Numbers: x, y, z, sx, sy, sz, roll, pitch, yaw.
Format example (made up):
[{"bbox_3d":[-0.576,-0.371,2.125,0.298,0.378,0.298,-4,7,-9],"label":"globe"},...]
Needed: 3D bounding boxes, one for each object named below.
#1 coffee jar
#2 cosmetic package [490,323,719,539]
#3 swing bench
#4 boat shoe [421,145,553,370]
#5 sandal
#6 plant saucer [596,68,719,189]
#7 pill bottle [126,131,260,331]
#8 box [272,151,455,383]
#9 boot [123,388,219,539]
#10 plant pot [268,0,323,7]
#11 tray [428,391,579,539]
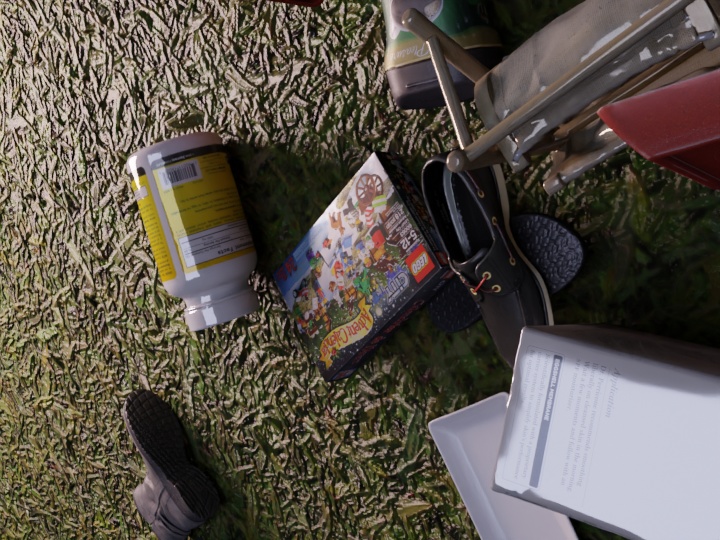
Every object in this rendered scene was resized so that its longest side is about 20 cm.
[{"bbox_3d":[0.061,-0.245,0.722,0.102,0.085,0.205,-5,99,33],"label":"coffee jar"},{"bbox_3d":[0.231,0.118,0.616,0.196,0.198,0.126,14,95,32],"label":"cosmetic package"},{"bbox_3d":[0.172,-0.156,0.586,0.198,0.197,0.133,-33,63,37],"label":"swing bench"},{"bbox_3d":[0.106,-0.006,0.718,0.073,0.062,0.206,-20,88,51],"label":"boat shoe"},{"bbox_3d":[0.133,0.001,0.773,0.199,0.044,0.077,-33,77,52],"label":"sandal"},{"bbox_3d":[0.279,-0.096,0.532,0.197,0.198,0.038,-12,80,37],"label":"plant saucer"},{"bbox_3d":[-0.181,-0.042,0.939,0.111,0.112,0.205,-14,94,37],"label":"pill bottle"},{"bbox_3d":[0.000,0.000,0.848,0.200,0.037,0.138,-47,61,36],"label":"box"},{"bbox_3d":[-0.279,0.273,1.131,0.132,0.069,0.202,-43,72,41],"label":"boot"},{"bbox_3d":[-0.125,-0.382,0.764,0.176,0.197,0.203,42,123,31],"label":"plant pot"},{"bbox_3d":[0.151,0.224,0.828,0.106,0.022,0.203,-28,85,37],"label":"tray"}]
